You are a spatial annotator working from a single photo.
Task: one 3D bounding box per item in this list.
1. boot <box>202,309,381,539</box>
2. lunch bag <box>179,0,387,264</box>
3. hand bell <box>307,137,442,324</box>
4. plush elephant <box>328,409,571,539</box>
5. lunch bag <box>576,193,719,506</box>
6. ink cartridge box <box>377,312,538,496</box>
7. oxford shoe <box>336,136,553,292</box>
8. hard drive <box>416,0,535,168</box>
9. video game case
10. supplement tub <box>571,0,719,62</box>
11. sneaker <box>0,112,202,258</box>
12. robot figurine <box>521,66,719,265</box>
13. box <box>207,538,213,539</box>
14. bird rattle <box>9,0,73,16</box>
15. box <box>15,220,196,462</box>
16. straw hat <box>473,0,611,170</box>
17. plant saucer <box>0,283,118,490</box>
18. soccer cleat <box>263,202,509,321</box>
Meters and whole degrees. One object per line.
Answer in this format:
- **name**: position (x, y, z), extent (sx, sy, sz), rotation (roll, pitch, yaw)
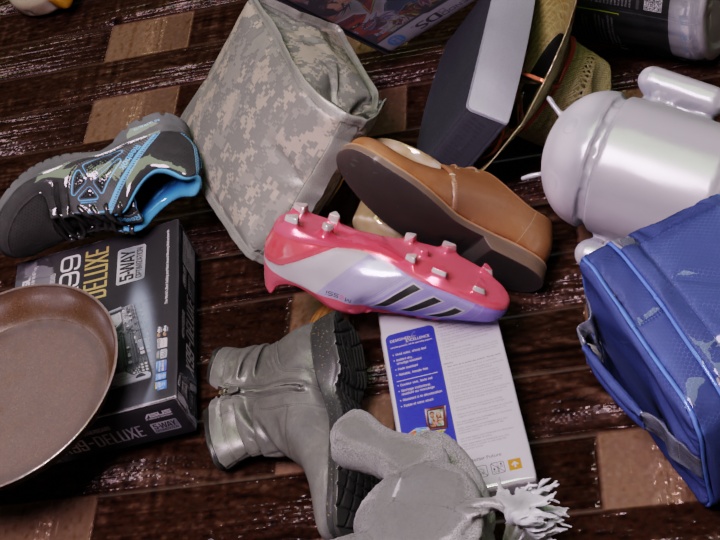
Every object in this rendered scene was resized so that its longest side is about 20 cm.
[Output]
- **boot**: position (-0.057, 0.133, 0.994), extent (0.130, 0.068, 0.201), rotation (-22, 50, 20)
- **lunch bag**: position (-0.065, -0.118, 1.134), extent (0.164, 0.117, 0.200), rotation (-55, 39, 26)
- **hand bell**: position (0.000, 0.000, 1.085), extent (0.104, 0.104, 0.200), rotation (20, 71, 32)
- **plush elephant**: position (0.056, 0.197, 0.838), extent (0.199, 0.155, 0.165), rotation (-3, 39, 27)
- **lunch bag**: position (0.232, 0.052, 0.904), extent (0.132, 0.136, 0.200), rotation (-25, 46, -5)
- **ink cartridge box**: position (0.071, 0.096, 0.990), extent (0.094, 0.037, 0.201), rotation (-14, 48, 6)
- **oxford shoe**: position (0.070, -0.059, 1.040), extent (0.071, 0.200, 0.072), rotation (-25, 39, 59)
- **hard drive**: position (0.102, -0.172, 1.159), extent (0.042, 0.135, 0.201), rotation (26, 51, -12)
- **video game case**: position (0.029, -0.273, 1.162), extent (0.180, 0.200, 0.026), rotation (-26, 64, 34)
- **supplement tub**: position (0.245, -0.268, 1.198), extent (0.199, 0.123, 0.123), rotation (18, 57, 30)
- **sneaker**: position (-0.231, -0.063, 1.123), extent (0.199, 0.073, 0.082), rotation (-31, 53, 0)
- **robot figurine**: position (0.229, -0.074, 1.023), extent (0.199, 0.113, 0.170), rotation (22, 90, 20)
- **box**: position (-0.163, 0.295, 0.882), extent (0.199, 0.050, 0.158), rotation (-25, 47, -3)
- **bird rattle**: position (-0.368, -0.379, 1.530), extent (0.199, 0.113, 0.164), rotation (11, 70, 30)
- **box**: position (-0.220, 0.061, 1.101), extent (0.157, 0.050, 0.201), rotation (-14, 47, 8)
- **straw hat**: position (0.172, -0.156, 1.139), extent (0.085, 0.201, 0.202), rotation (25, 52, -11)
- **plant saucer**: position (-0.279, 0.097, 1.025), extent (0.199, 0.032, 0.201), rotation (-11, 48, 12)
- **soccer cleat**: position (0.018, 0.009, 1.023), extent (0.199, 0.077, 0.067), rotation (18, 26, 6)
